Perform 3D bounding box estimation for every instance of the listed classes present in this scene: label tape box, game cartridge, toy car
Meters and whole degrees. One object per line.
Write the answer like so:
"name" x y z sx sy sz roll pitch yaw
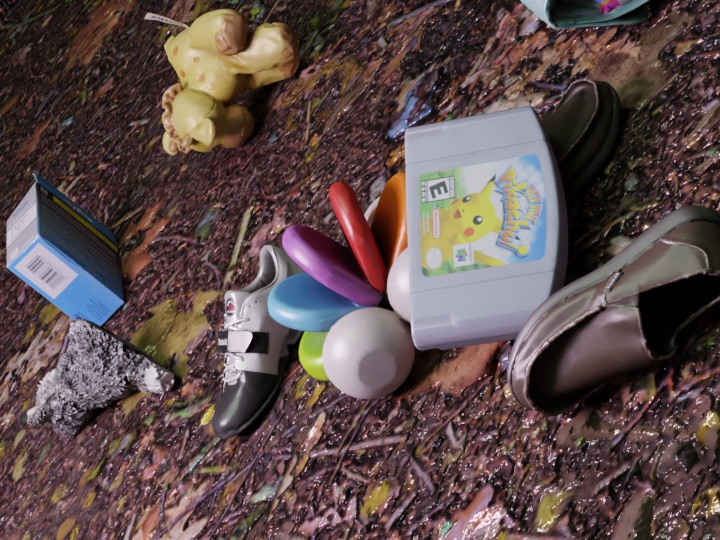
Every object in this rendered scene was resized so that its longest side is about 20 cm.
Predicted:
"label tape box" -0.377 -0.025 2.125 0.066 0.143 0.200 -44 27 10
"game cartridge" 0.104 -0.039 1.375 0.132 0.041 0.202 -8 65 13
"toy car" 0.000 0.000 1.475 0.200 0.150 0.175 -47 26 8

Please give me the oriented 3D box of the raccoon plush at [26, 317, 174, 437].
"raccoon plush" -0.299 0.137 1.859 0.135 0.096 0.200 -61 27 -4

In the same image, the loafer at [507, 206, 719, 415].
"loafer" 0.186 0.038 1.198 0.200 0.073 0.071 -45 33 19

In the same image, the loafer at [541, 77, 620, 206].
"loafer" 0.154 -0.090 1.433 0.073 0.071 0.201 4 59 59

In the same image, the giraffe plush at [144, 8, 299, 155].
"giraffe plush" -0.180 -0.221 2.068 0.173 0.197 0.164 106 172 -79

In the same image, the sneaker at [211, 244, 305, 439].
"sneaker" -0.112 0.066 1.646 0.074 0.088 0.202 -10 49 51

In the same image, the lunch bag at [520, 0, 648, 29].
"lunch bag" 0.226 -0.311 1.552 0.200 0.122 0.171 -41 28 8
